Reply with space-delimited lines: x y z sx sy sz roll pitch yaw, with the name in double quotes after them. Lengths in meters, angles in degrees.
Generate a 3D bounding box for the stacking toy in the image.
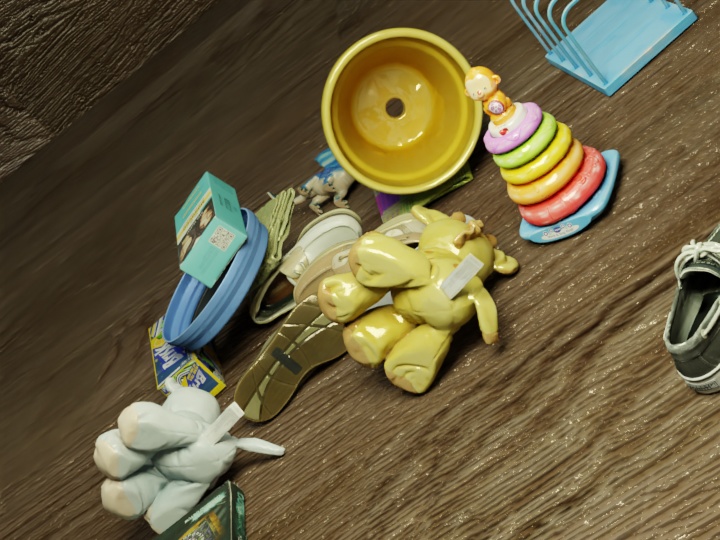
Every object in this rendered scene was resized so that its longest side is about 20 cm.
0.174 -0.136 1.339 0.116 0.200 0.110 -20 33 40 "stacking toy"

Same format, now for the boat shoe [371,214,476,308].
0.060 0.016 1.449 0.200 0.071 0.070 -48 -3 -1 "boat shoe"

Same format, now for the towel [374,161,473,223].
0.081 -0.131 1.694 0.143 0.023 0.200 -36 26 14 "towel"

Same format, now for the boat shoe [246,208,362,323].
-0.071 0.002 1.658 0.200 0.075 0.069 -42 23 29 "boat shoe"

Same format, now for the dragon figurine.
-0.041 -0.136 1.844 0.199 0.059 0.100 -13 37 47 "dragon figurine"

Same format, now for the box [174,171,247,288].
-0.195 -0.056 1.635 0.082 0.049 0.200 -54 20 11 "box"

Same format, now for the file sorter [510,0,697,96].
0.288 -0.326 1.570 0.139 0.123 0.200 -41 24 4 "file sorter"

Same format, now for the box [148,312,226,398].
-0.237 0.116 1.728 0.070 0.064 0.200 -41 23 5 "box"

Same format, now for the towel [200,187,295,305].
-0.154 -0.013 1.716 0.200 0.036 0.149 -39 26 42 "towel"

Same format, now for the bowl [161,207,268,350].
-0.186 0.014 1.640 0.201 0.039 0.201 -48 21 26 "bowl"

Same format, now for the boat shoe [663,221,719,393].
0.299 0.007 1.075 0.073 0.068 0.200 -12 38 48 "boat shoe"

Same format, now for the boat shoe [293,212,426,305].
0.000 0.000 1.544 0.199 0.071 0.065 -33 25 19 "boat shoe"

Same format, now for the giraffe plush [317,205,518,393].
0.076 0.005 1.340 0.199 0.173 0.162 -29 13 32 "giraffe plush"

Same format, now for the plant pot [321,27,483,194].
0.048 -0.207 1.632 0.201 0.201 0.189 -41 9 5 "plant pot"

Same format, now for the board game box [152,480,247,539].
-0.205 0.329 1.376 0.200 0.028 0.135 -38 24 13 "board game box"

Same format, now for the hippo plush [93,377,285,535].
-0.219 0.184 1.474 0.200 0.159 0.161 -40 25 8 "hippo plush"

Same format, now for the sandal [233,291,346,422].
-0.073 0.096 1.515 0.200 0.080 0.054 -47 2 3 "sandal"
